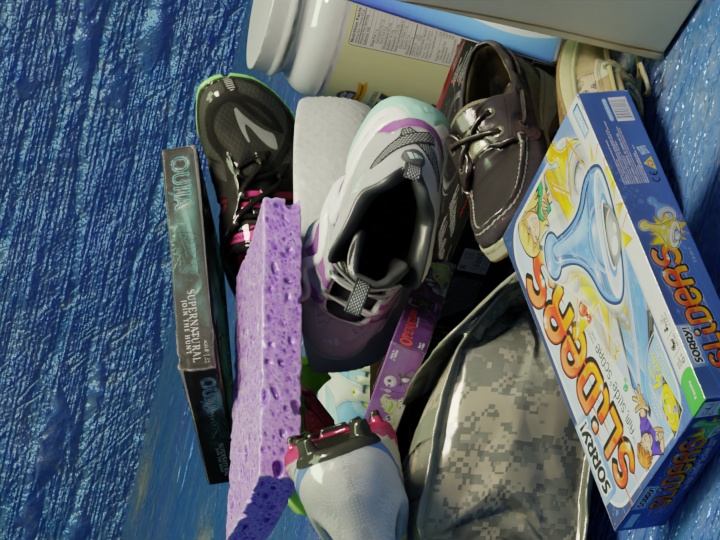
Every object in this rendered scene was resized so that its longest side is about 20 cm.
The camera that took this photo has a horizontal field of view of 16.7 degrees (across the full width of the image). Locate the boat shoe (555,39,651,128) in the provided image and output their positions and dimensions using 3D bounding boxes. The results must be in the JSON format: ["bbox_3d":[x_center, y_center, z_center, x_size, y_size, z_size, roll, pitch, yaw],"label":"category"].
[{"bbox_3d":[0.155,-0.079,1.502,0.200,0.062,0.073,-88,-12,-51],"label":"boat shoe"}]

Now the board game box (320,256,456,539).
[{"bbox_3d":[0.015,0.100,1.655,0.120,0.032,0.200,-75,3,-59],"label":"board game box"}]

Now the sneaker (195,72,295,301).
[{"bbox_3d":[-0.069,-0.045,1.748,0.084,0.077,0.201,-97,-8,-74],"label":"sneaker"}]

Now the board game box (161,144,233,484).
[{"bbox_3d":[-0.111,0.030,1.722,0.135,0.028,0.200,82,180,-52],"label":"board game box"}]

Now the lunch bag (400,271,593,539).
[{"bbox_3d":[0.086,0.095,1.499,0.164,0.117,0.201,114,168,-71],"label":"lunch bag"}]

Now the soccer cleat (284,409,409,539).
[{"bbox_3d":[-0.006,0.133,1.450,0.200,0.070,0.087,21,-129,-88],"label":"soccer cleat"}]

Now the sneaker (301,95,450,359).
[{"bbox_3d":[0.000,0.000,1.562,0.140,0.078,0.200,-82,8,-58],"label":"sneaker"}]

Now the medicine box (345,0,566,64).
[{"bbox_3d":[0.085,-0.261,1.632,0.103,0.182,0.201,-32,-42,-69],"label":"medicine box"}]

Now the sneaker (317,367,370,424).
[{"bbox_3d":[0.019,0.071,1.975,0.131,0.079,0.201,171,109,-80],"label":"sneaker"}]

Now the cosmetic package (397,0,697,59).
[{"bbox_3d":[0.103,-0.207,1.494,0.073,0.199,0.104,118,161,-56],"label":"cosmetic package"}]

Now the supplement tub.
[{"bbox_3d":[0.022,-0.196,1.905,0.145,0.199,0.145,-169,90,-80],"label":"supplement tub"}]

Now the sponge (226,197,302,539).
[{"bbox_3d":[-0.062,0.065,1.605,0.112,0.030,0.200,116,157,-60],"label":"sponge"}]

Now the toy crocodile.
[{"bbox_3d":[-0.042,0.116,1.714,0.062,0.068,0.200,-36,14,6],"label":"toy crocodile"}]

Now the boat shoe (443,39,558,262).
[{"bbox_3d":[0.084,-0.079,1.534,0.072,0.065,0.200,-41,21,30],"label":"boat shoe"}]

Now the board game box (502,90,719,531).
[{"bbox_3d":[0.143,0.021,1.335,0.135,0.034,0.200,113,145,-50],"label":"board game box"}]

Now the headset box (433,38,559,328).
[{"bbox_3d":[0.097,-0.078,1.723,0.149,0.077,0.200,110,167,-46],"label":"headset box"}]

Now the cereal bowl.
[{"bbox_3d":[0.002,-0.027,1.742,0.200,0.083,0.201,-3,-90,-86],"label":"cereal bowl"}]

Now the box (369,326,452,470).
[{"bbox_3d":[0.052,0.096,1.797,0.200,0.075,0.100,-87,14,-44],"label":"box"}]
